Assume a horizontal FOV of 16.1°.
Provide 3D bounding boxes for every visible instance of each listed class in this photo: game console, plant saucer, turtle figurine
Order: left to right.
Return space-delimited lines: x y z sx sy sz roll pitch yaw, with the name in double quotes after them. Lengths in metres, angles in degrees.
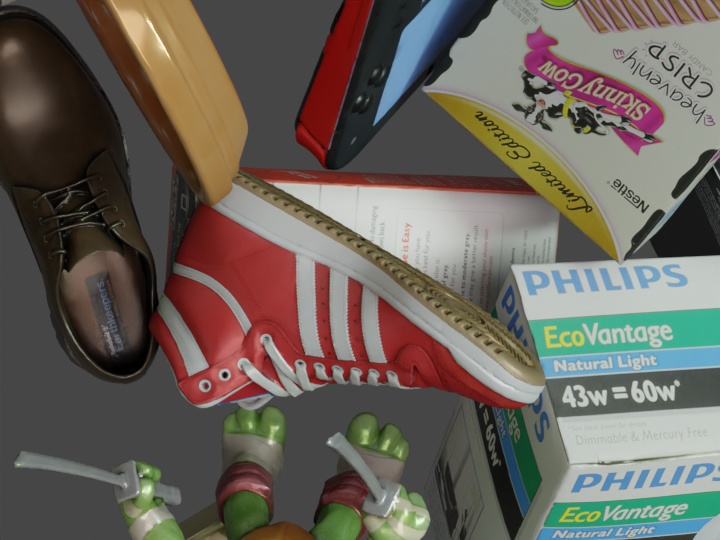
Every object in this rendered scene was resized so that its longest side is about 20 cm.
-0.106 -0.125 1.190 0.037 0.200 0.201 -31 108 -6 "plant saucer"
-0.039 0.107 1.242 0.143 0.194 0.201 -27 106 17 "turtle figurine"
0.044 -0.153 1.228 0.031 0.177 0.200 35 54 7 "game console"

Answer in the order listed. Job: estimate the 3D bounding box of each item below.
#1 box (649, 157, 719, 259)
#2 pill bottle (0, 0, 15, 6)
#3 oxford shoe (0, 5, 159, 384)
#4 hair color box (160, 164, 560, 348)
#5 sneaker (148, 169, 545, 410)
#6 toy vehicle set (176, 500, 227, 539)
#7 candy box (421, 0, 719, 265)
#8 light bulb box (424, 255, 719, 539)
0.259 -0.062 1.348 0.199 0.141 0.079 -20 76 -12 "box"
-0.265 -0.152 1.194 0.199 0.112 0.113 -19 105 -12 "pill bottle"
-0.141 -0.037 1.270 0.072 0.084 0.201 -24 105 -9 "oxford shoe"
0.000 0.000 1.330 0.198 0.061 0.102 3 99 -18 "hair color box"
-0.013 0.042 1.231 0.199 0.071 0.113 31 96 22 "sneaker"
-0.079 0.239 1.371 0.124 0.027 0.201 -29 107 -9 "toy vehicle set"
0.141 -0.123 1.223 0.136 0.061 0.200 41 118 8 "candy box"
0.156 0.101 1.315 0.197 0.125 0.201 -3 143 -16 "light bulb box"
